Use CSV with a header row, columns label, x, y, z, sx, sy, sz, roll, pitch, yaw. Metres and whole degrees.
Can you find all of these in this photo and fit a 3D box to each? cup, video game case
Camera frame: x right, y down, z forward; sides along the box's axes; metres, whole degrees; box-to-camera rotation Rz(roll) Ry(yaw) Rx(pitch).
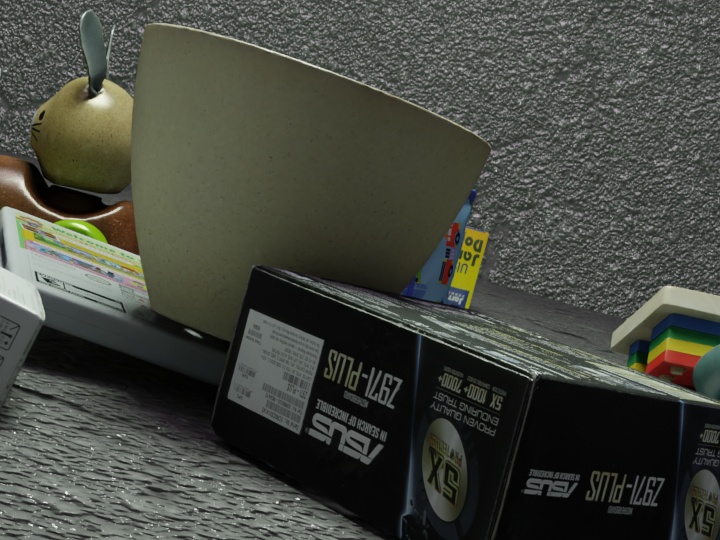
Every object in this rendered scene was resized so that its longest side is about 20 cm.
label,x,y,z,sx,sy,sz,roll,pitch,yaw
cup,-0.045,-0.032,0.830,0.198,0.145,0.200,19,0,0
video game case,-0.118,0.025,0.901,0.198,0.022,0.182,21,8,-19

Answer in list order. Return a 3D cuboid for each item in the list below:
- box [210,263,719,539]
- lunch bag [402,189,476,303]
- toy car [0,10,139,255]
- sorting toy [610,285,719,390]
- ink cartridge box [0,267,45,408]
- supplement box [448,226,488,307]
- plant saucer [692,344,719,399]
label,x,y,z,sx,sy,sz,roll,pitch,yaw
box,0.054,0.071,0.711,0.163,0.087,0.199,12,5,-42
lunch bag,0.000,0.000,1.049,0.093,0.152,0.200,16,4,16
toy car,-0.225,-0.094,1.150,0.156,0.202,0.164,15,3,-1
sorting toy,0.356,0.092,1.464,0.196,0.070,0.200,12,-16,-2
ink cartridge box,-0.240,-0.009,0.677,0.199,0.051,0.109,27,-1,-15
supplement box,0.070,-0.025,2.057,0.108,0.111,0.200,13,5,-26
plant saucer,0.395,0.112,1.357,0.198,0.028,0.201,8,-29,4
